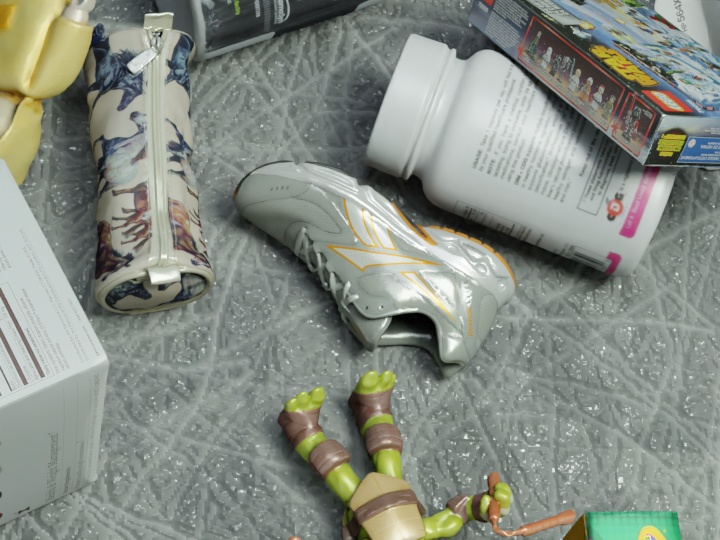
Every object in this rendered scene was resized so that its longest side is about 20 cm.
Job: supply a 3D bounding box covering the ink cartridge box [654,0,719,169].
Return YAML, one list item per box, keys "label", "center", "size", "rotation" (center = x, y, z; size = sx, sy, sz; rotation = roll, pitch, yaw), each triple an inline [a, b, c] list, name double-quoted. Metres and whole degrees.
- label: "ink cartridge box"
  center: [0.319, -0.158, 1.429]
  size: [0.198, 0.125, 0.129]
  rotation: [-3, 65, -12]

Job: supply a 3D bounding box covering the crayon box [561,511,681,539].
- label: "crayon box"
  center: [0.137, 0.228, 1.165]
  size: [0.058, 0.200, 0.120]
  rotation: [1, 64, -10]

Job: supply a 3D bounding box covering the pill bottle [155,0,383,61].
- label: "pill bottle"
  center: [-0.043, -0.225, 1.409]
  size: [0.199, 0.106, 0.107]
  rotation: [-20, 69, -18]

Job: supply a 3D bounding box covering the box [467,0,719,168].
- label: "box"
  center: [0.182, -0.134, 1.338]
  size: [0.136, 0.040, 0.200]
  rotation: [0, 33, -38]

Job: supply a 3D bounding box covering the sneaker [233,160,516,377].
- label: "sneaker"
  center: [0.000, 0.000, 1.327]
  size: [0.199, 0.076, 0.092]
  rotation: [24, 67, 4]

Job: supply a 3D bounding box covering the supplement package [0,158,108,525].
- label: "supplement package"
  center: [-0.270, 0.072, 1.174]
  size: [0.199, 0.192, 0.148]
  rotation: [-24, 69, -19]

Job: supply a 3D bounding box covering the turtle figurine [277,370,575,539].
- label: "turtle figurine"
  center: [0.022, 0.145, 1.263]
  size: [0.199, 0.065, 0.162]
  rotation: [-19, 61, -9]

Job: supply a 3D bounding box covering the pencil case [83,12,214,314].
- label: "pencil case"
  center: [-0.141, -0.067, 1.324]
  size: [0.077, 0.090, 0.201]
  rotation: [-3, 65, -8]

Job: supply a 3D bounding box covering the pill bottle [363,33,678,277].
- label: "pill bottle"
  center: [0.110, -0.082, 1.362]
  size: [0.199, 0.114, 0.114]
  rotation: [21, 62, 0]

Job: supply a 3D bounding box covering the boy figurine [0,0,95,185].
- label: "boy figurine"
  center: [-0.237, -0.158, 1.342]
  size: [0.123, 0.064, 0.202]
  rotation: [8, 85, 24]
